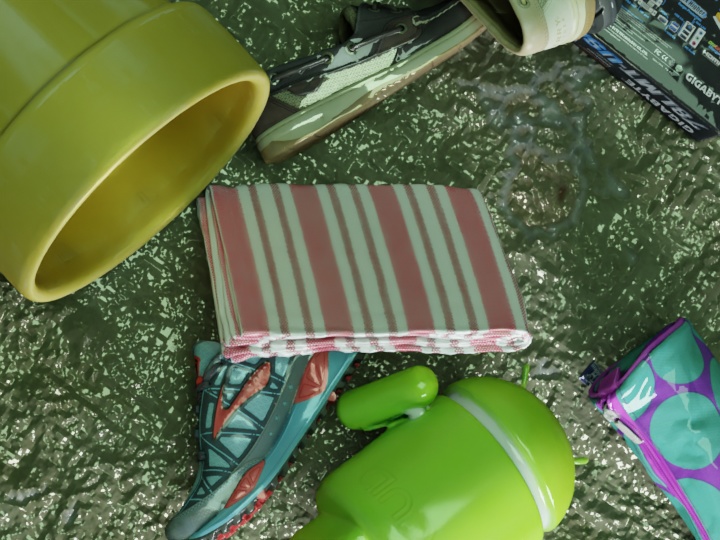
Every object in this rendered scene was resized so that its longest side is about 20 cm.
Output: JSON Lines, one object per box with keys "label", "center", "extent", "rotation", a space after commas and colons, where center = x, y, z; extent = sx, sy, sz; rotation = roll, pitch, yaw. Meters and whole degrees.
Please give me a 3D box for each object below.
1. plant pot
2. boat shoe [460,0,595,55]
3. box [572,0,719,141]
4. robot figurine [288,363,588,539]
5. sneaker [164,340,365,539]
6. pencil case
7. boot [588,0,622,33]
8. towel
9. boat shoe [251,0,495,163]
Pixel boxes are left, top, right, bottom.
{"label": "plant pot", "center": [-0.188, -0.116, 1.500], "extent": [0.201, 0.201, 0.189], "rotation": [-40, 80, -13]}
{"label": "boat shoe", "center": [0.065, -0.213, 1.581], "extent": [0.065, 0.072, 0.200], "rotation": [-26, 62, -30]}
{"label": "box", "center": [0.216, -0.225, 1.666], "extent": [0.200, 0.050, 0.199], "rotation": [36, 78, -8]}
{"label": "robot figurine", "center": [0.053, 0.147, 1.564], "extent": [0.200, 0.116, 0.176], "rotation": [-36, 104, -18]}
{"label": "sneaker", "center": [-0.077, 0.088, 1.571], "extent": [0.095, 0.079, 0.200], "rotation": [34, 71, 1]}
{"label": "pencil case", "center": [0.230, 0.135, 1.627], "extent": [0.092, 0.085, 0.201], "rotation": [-36, 95, -29]}
{"label": "boot", "center": [0.189, -0.274, 1.614], "extent": [0.200, 0.066, 0.165], "rotation": [-34, 103, -22]}
{"label": "towel", "center": [0.000, 0.000, 1.571], "extent": [0.199, 0.030, 0.147], "rotation": [0, 43, -13]}
{"label": "boat shoe", "center": [0.007, -0.144, 1.599], "extent": [0.199, 0.072, 0.065], "rotation": [-33, 93, -12]}
